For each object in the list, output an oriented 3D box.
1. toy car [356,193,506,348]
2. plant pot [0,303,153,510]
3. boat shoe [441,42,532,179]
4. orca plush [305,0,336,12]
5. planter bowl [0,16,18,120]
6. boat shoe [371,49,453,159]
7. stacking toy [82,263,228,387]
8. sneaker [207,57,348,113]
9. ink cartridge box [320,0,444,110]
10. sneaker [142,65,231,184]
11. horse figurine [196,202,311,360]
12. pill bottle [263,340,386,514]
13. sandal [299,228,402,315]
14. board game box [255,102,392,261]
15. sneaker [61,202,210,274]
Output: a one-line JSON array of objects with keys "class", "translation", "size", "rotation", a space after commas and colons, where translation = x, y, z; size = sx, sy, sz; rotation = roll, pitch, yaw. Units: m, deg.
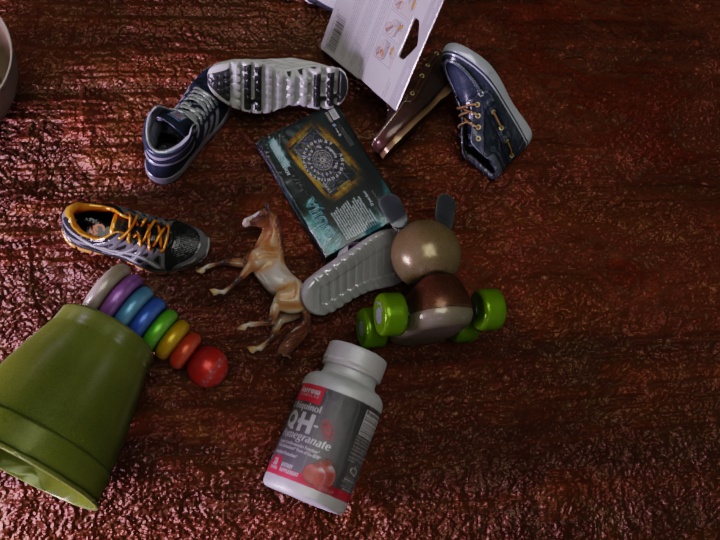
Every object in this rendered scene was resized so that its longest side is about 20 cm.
[{"class": "toy car", "translation": [0.082, -0.007, 1.048], "size": [0.164, 0.158, 0.200], "rotation": [-2, 75, -17]}, {"class": "plant pot", "translation": [-0.350, 0.151, 0.939], "size": [0.200, 0.200, 0.193], "rotation": [27, 61, 0]}, {"class": "boat shoe", "translation": [0.167, -0.227, 1.133], "size": [0.200, 0.071, 0.091], "rotation": [46, 74, -25]}, {"class": "orca plush", "translation": [-0.061, -0.458, 1.199], "size": [0.200, 0.105, 0.071], "rotation": [23, 42, 2]}, {"class": "planter bowl", "translation": [-0.547, -0.250, 1.037], "size": [0.200, 0.135, 0.200], "rotation": [2, 74, -8]}, {"class": "boat shoe", "translation": [0.074, -0.247, 1.159], "size": [0.070, 0.070, 0.200], "rotation": [43, 65, -3]}, {"class": "stacking toy", "translation": [-0.257, 0.080, 1.019], "size": [0.200, 0.085, 0.085], "rotation": [36, 73, -1]}, {"class": "sneaker", "translation": [-0.122, -0.271, 1.124], "size": [0.200, 0.075, 0.081], "rotation": [-2, 33, -23]}, {"class": "ink cartridge box", "translation": [0.041, -0.356, 1.100], "size": [0.045, 0.200, 0.176], "rotation": [-20, 56, -43]}, {"class": "sneaker", "translation": [-0.234, -0.219, 1.086], "size": [0.070, 0.109, 0.200], "rotation": [28, 73, 0]}, {"class": "horse figurine", "translation": [-0.127, 0.025, 1.065], "size": [0.132, 0.050, 0.200], "rotation": [-33, 82, -15]}, {"class": "pill bottle", "translation": [-0.037, 0.196, 1.000], "size": [0.111, 0.111, 0.200], "rotation": [22, 73, -2]}, {"class": "sandal", "translation": [-0.001, -0.007, 1.088], "size": [0.203, 0.050, 0.083], "rotation": [-24, 115, -26]}, {"class": "board game box", "translation": [-0.044, -0.129, 1.130], "size": [0.135, 0.028, 0.200], "rotation": [-28, 81, -14]}, {"class": "sneaker", "translation": [-0.302, -0.046, 1.047], "size": [0.200, 0.077, 0.078], "rotation": [8, 72, -7]}]
